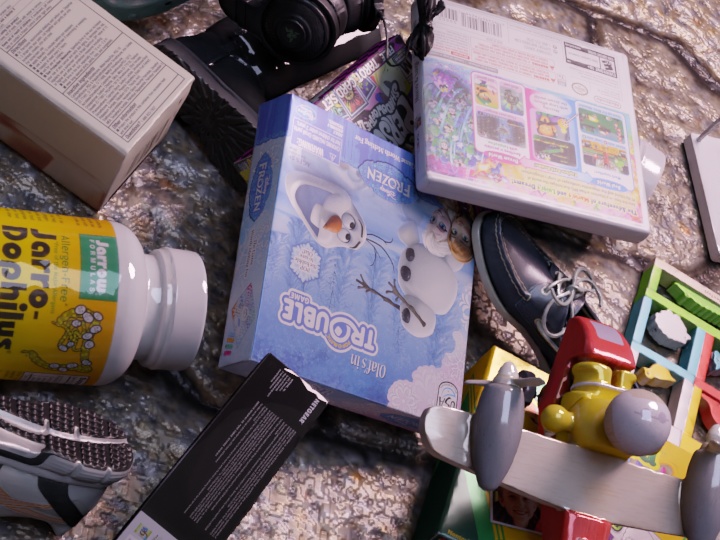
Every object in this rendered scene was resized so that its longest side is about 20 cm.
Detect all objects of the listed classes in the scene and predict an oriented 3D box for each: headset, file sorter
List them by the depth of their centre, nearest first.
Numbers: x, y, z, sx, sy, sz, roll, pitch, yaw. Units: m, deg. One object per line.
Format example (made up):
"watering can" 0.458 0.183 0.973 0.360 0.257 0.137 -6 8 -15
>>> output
"headset" -0.023 -0.222 1.075 0.200 0.094 0.123 31 46 25
"file sorter" 0.436 -0.084 1.291 0.199 0.125 0.139 9 57 -22

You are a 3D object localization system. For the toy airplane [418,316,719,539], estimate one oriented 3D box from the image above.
"toy airplane" 0.161 0.135 0.927 0.200 0.141 0.199 -25 73 -37

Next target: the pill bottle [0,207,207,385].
"pill bottle" -0.209 0.018 0.900 0.199 0.113 0.113 7 58 -24

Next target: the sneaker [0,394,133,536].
"sneaker" -0.244 0.111 0.830 0.199 0.080 0.074 25 26 -23

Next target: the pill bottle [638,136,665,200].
"pill bottle" 0.161 -0.121 1.179 0.199 0.112 0.112 31 52 -6

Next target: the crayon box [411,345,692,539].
"crayon box" 0.153 0.179 1.024 0.199 0.058 0.173 29 52 -9

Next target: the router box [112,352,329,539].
"router box" -0.116 0.162 0.832 0.052 0.157 0.200 39 52 0

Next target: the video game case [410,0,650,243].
"video game case" 0.134 -0.122 1.082 0.199 0.024 0.183 12 58 -21

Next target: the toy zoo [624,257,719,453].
"toy zoo" 0.282 0.096 1.166 0.131 0.020 0.200 30 52 -8

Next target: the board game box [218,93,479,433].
"board game box" 0.000 0.000 0.995 0.199 0.043 0.200 22 67 -37

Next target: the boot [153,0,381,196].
"boot" -0.055 -0.158 1.126 0.165 0.066 0.200 51 48 6

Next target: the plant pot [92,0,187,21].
"plant pot" -0.190 -0.294 1.058 0.200 0.200 0.162 -13 77 -33

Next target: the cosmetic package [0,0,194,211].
"cosmetic package" -0.238 -0.152 1.006 0.200 0.087 0.104 38 52 -3

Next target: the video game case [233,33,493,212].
"video game case" 0.014 -0.064 1.077 0.200 0.036 0.182 -44 110 -39

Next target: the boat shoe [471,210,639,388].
"boat shoe" 0.156 0.035 1.070 0.075 0.062 0.201 -41 107 -44
